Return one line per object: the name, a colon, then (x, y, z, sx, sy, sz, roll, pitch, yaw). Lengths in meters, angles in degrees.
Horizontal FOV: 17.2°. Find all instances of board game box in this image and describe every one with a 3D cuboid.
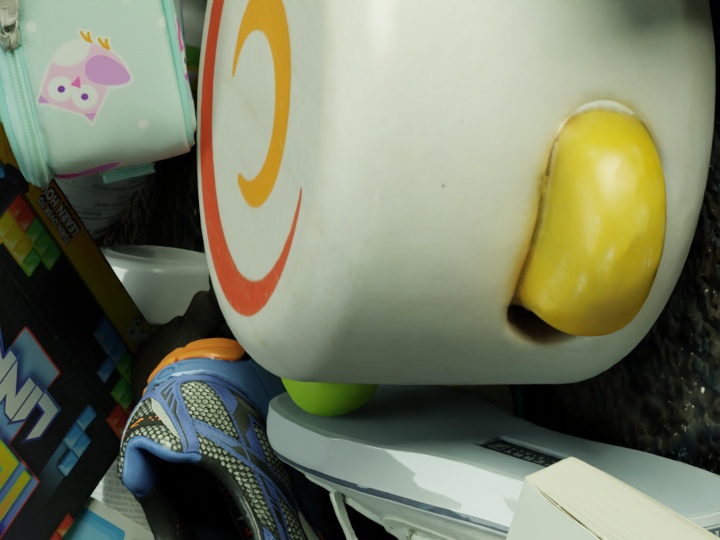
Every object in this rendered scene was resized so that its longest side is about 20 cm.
board game box: (-0.167, 0.047, 0.939, 0.057, 0.200, 0.166, 21, 67, 28)

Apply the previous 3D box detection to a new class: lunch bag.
lunch bag: (-0.107, -0.120, 0.863, 0.200, 0.077, 0.161, -105, 8, -69)

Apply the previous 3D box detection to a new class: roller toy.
roller toy: (0.032, -0.055, 0.780, 0.200, 0.139, 0.183, 141, 128, -67)

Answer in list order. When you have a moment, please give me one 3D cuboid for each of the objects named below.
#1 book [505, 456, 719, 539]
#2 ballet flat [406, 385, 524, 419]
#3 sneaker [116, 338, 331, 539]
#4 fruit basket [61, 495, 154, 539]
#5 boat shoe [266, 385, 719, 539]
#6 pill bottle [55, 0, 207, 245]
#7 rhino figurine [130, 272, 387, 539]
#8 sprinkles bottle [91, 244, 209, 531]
book: (0.082, 0.175, 0.731, 0.133, 0.048, 0.201, 32, 122, 33)
ballet flat: (0.000, 0.000, 0.917, 0.068, 0.062, 0.200, -61, 39, 37)
sneaker: (-0.033, 0.126, 0.878, 0.075, 0.078, 0.200, -32, 92, 27)
fruit basket: (-0.092, 0.210, 1.004, 0.200, 0.094, 0.186, 29, 108, 34)
boat shoe: (0.044, 0.095, 0.811, 0.201, 0.074, 0.087, 13, 109, 41)
pill bottle: (-0.147, -0.069, 1.089, 0.200, 0.111, 0.111, -53, 41, 21)
rhino figurine: (-0.027, 0.084, 0.958, 0.088, 0.060, 0.200, -51, 59, 29)
sprinkles bottle: (-0.102, 0.091, 1.093, 0.068, 0.068, 0.201, 19, 105, 60)
